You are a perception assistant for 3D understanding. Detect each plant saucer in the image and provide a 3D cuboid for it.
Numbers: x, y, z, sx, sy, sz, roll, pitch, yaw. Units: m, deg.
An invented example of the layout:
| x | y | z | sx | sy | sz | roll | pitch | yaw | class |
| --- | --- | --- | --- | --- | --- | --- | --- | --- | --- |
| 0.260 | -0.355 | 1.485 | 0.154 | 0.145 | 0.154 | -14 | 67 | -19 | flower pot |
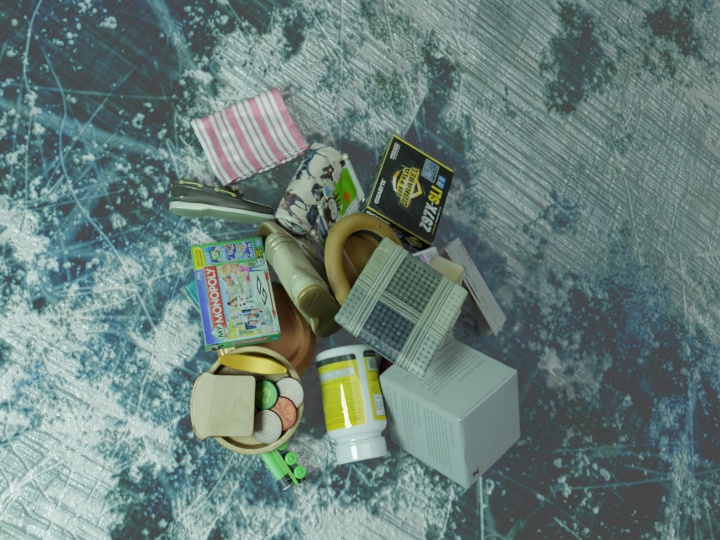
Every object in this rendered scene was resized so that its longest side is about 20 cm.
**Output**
| x | y | z | sx | sy | sz | roll | pitch | yaw | class |
| --- | --- | --- | --- | --- | --- | --- | --- | --- | --- |
| -0.168 | 0.116 | 1.559 | 0.196 | 0.037 | 0.205 | 8 | 72 | -25 | plant saucer |

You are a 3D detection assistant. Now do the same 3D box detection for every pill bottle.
| x | y | z | sx | sy | sz | roll | pitch | yaw | class |
| --- | --- | --- | --- | --- | --- | --- | --- | --- | --- |
| -0.014 | 0.245 | 1.570 | 0.112 | 0.114 | 0.205 | -4 | 76 | -26 | pill bottle |

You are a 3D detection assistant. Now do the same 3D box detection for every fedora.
| x | y | z | sx | sy | sz | roll | pitch | yaw | class |
| --- | --- | --- | --- | --- | --- | --- | --- | --- | --- |
| 0.000 | 0.000 | 1.570 | 0.197 | 0.081 | 0.205 | 8 | 75 | -31 | fedora |

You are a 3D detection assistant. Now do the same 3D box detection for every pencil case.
| x | y | z | sx | sy | sz | roll | pitch | yaw | class |
| --- | --- | --- | --- | --- | --- | --- | --- | --- | --- |
| -0.096 | -0.156 | 1.670 | 0.089 | 0.077 | 0.203 | 45 | 57 | -37 | pencil case |

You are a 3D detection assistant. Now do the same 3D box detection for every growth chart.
| x | y | z | sx | sy | sz | roll | pitch | yaw | class |
| --- | --- | --- | --- | --- | --- | --- | --- | --- | --- |
| -0.044 | -0.114 | 1.675 | 0.145 | 0.017 | 0.203 | 55 | 50 | -48 | growth chart |

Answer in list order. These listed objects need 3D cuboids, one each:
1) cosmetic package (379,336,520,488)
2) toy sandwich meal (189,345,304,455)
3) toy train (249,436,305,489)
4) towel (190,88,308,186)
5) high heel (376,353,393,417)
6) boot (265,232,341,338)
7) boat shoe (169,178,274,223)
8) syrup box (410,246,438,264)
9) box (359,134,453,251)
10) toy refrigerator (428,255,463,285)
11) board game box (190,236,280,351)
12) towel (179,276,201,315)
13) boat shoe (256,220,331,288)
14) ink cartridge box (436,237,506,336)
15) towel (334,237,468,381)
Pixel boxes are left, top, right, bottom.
| x | y | z | sx | sy | sz | roll | pitch | yaw | class |
| --- | --- | --- | --- | --- | --- | --- | --- | --- | --- |
| 0.166 | 0.251 | 1.571 | 0.165 | 0.198 | 0.170 | -33 | 129 | -32 | cosmetic package |
| -0.195 | 0.224 | 1.468 | 0.200 | 0.070 | 0.210 | 0 | 89 | -2 | toy sandwich meal |
| -0.167 | 0.302 | 1.523 | 0.056 | 0.042 | 0.202 | -33 | 90 | -19 | toy train |
| -0.214 | -0.262 | 1.660 | 0.197 | 0.030 | 0.148 | -26 | 81 | -24 | towel |
| 0.067 | 0.186 | 1.652 | 0.094 | 0.067 | 0.205 | 6 | 72 | -19 | high heel |
| -0.101 | 0.027 | 1.550 | 0.072 | 0.200 | 0.156 | -36 | 60 | 0 | boot |
| -0.254 | -0.128 | 1.590 | 0.197 | 0.072 | 0.062 | 7 | 76 | -21 | boat shoe |
| 0.070 | 0.025 | 1.693 | 0.197 | 0.081 | 0.080 | -19 | 83 | -27 | syrup box |
| 0.098 | -0.159 | 1.763 | 0.158 | 0.049 | 0.203 | 30 | 56 | -14 | box |
| 0.122 | 0.073 | 1.590 | 0.069 | 0.077 | 0.201 | 25 | 54 | 20 | toy refrigerator |
| -0.224 | 0.039 | 1.523 | 0.132 | 0.029 | 0.203 | -8 | 61 | -14 | board game box |
| -0.217 | 0.066 | 1.579 | 0.146 | 0.022 | 0.201 | -42 | 95 | -28 | towel |
| -0.115 | -0.024 | 1.629 | 0.200 | 0.072 | 0.065 | 46 | 54 | -10 | boat shoe |
| 0.219 | 0.039 | 1.723 | 0.202 | 0.043 | 0.173 | 59 | 19 | 1 | ink cartridge box |
| 0.074 | 0.065 | 1.508 | 0.191 | 0.035 | 0.202 | 33 | 62 | 2 | towel |
